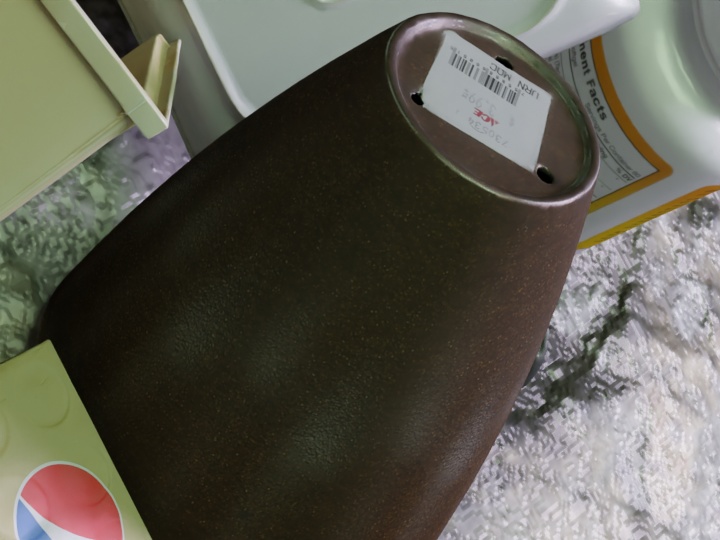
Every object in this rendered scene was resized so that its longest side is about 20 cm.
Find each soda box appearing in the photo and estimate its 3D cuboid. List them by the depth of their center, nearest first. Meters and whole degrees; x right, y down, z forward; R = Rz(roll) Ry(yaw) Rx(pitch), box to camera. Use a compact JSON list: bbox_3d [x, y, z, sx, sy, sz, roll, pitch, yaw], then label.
[{"bbox_3d":[-0.110,0.134,1.009,0.068,0.064,0.201,-28,91,-46],"label":"soda box"}]

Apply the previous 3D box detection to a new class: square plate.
[{"bbox_3d":[-0.007,-0.143,1.088,0.028,0.199,0.199,-112,177,-64],"label":"square plate"}]

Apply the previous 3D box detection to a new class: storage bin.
[{"bbox_3d":[-0.163,-0.123,0.990,0.200,0.094,0.199,52,7,-12],"label":"storage bin"}]

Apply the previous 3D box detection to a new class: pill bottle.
[{"bbox_3d":[0.126,-0.081,1.228,0.111,0.200,0.112,19,59,-36],"label":"pill bottle"}]

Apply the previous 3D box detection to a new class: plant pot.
[{"bbox_3d":[0.000,0.000,1.038,0.186,0.200,0.187,21,41,-20],"label":"plant pot"}]

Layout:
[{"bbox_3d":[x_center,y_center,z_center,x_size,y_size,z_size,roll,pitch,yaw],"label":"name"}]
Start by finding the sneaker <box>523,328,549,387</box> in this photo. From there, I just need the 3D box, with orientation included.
[{"bbox_3d":[0.013,-0.032,1.197,0.088,0.074,0.201,-10,69,-45],"label":"sneaker"}]
